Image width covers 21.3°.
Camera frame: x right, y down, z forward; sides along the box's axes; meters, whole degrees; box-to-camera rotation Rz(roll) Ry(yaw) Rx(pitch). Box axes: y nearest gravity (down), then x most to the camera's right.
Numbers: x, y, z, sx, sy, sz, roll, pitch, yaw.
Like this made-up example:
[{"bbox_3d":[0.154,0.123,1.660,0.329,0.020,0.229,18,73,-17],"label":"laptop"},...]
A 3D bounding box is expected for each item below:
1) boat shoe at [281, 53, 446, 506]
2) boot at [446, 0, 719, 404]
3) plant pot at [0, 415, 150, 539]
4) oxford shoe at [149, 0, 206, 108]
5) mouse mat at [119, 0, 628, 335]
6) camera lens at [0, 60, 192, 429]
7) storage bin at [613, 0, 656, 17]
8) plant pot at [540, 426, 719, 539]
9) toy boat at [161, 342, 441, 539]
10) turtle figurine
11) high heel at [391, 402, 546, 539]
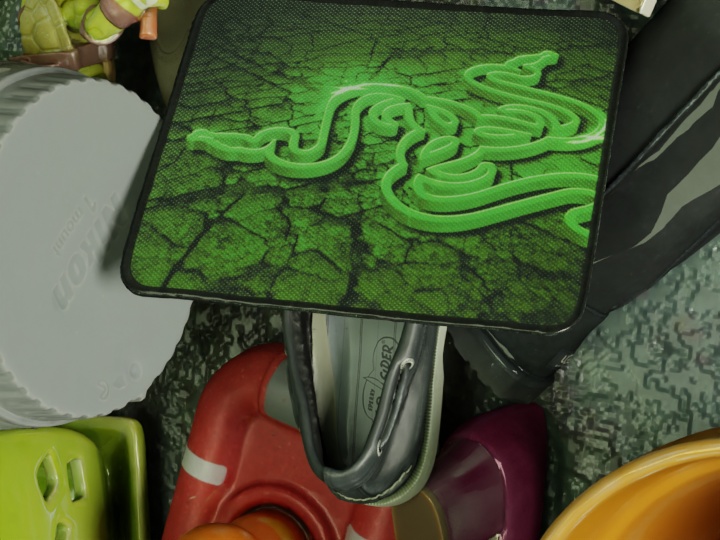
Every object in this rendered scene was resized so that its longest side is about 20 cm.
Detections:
[{"bbox_3d":[-0.002,0.000,0.825,0.074,0.066,0.202,3,86,27],"label":"boat shoe"},{"bbox_3d":[0.094,-0.066,0.852,0.200,0.066,0.165,-45,76,22],"label":"boot"},{"bbox_3d":[-0.210,0.163,0.956,0.198,0.181,0.201,-1,94,26],"label":"plant pot"},{"bbox_3d":[-0.089,-0.164,0.928,0.070,0.074,0.202,-3,93,26],"label":"oxford shoe"},{"bbox_3d":[0.007,-0.051,0.809,0.198,0.008,0.162,6,60,13],"label":"mouse mat"},{"bbox_3d":[-0.193,-0.013,0.863,0.198,0.159,0.162,2,95,35],"label":"camera lens"},{"bbox_3d":[0.067,-0.245,0.815,0.198,0.093,0.202,34,109,36],"label":"storage bin"},{"bbox_3d":[0.178,0.152,0.765,0.198,0.183,0.203,3,96,25],"label":"plant pot"},{"bbox_3d":[-0.049,0.140,0.904,0.130,0.130,0.202,21,103,23],"label":"toy boat"},{"bbox_3d":[-0.132,-0.099,0.924,0.199,0.064,0.163,10,117,58],"label":"turtle figurine"},{"bbox_3d":[0.063,0.164,0.908,0.067,0.096,0.202,9,118,43],"label":"high heel"}]
